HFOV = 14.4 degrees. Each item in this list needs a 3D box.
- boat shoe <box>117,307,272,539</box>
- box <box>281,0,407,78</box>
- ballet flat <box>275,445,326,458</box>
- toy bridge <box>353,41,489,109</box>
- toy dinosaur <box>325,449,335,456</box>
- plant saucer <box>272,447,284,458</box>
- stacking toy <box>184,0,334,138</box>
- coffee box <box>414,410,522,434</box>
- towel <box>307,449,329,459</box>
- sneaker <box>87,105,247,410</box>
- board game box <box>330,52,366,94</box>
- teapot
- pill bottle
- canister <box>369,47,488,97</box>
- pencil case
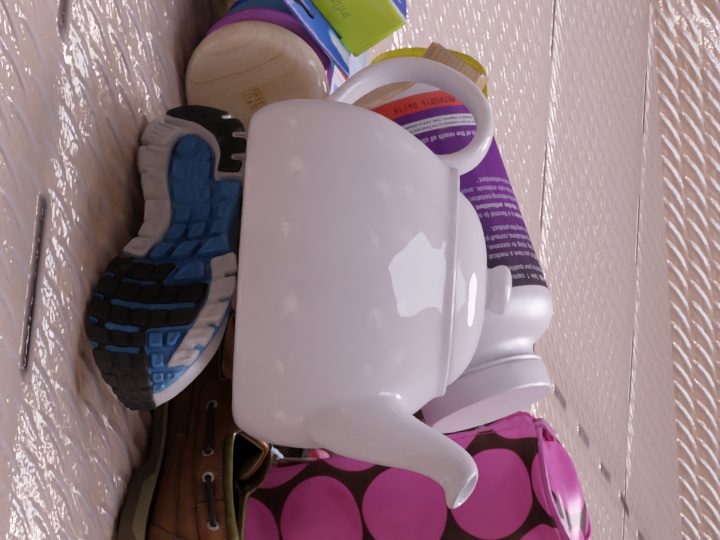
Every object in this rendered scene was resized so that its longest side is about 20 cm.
[{"bbox_3d":[-0.079,0.099,1.578,0.072,0.068,0.201,71,21,-47],"label":"boat shoe"},{"bbox_3d":[-0.025,-0.216,1.670,0.122,0.048,0.201,49,22,-30],"label":"box"},{"bbox_3d":[-0.035,0.118,1.843,0.068,0.046,0.200,53,23,-22],"label":"ballet flat"},{"bbox_3d":[-0.009,-0.045,1.616,0.201,0.067,0.027,-56,170,9],"label":"toy bridge"},{"bbox_3d":[-0.003,0.076,1.823,0.102,0.058,0.200,65,21,12],"label":"toy dinosaur"},{"bbox_3d":[-0.072,0.202,1.668,0.200,0.036,0.201,-1,90,-74],"label":"plant saucer"},{"bbox_3d":[-0.042,-0.149,1.697,0.200,0.085,0.086,-70,157,-56],"label":"stacking toy"},{"bbox_3d":[0.039,0.187,1.910,0.113,0.079,0.201,-71,-178,-52],"label":"coffee box"},{"bbox_3d":[0.036,0.202,1.714,0.147,0.030,0.200,53,-1,-35],"label":"towel"},{"bbox_3d":[-0.093,0.008,1.521,0.087,0.074,0.201,86,13,-45],"label":"sneaker"},{"bbox_3d":[-0.034,-0.075,1.838,0.151,0.036,0.201,53,39,-69],"label":"board game box"},{"bbox_3d":[0.008,0.000,1.515,0.197,0.145,0.201,-92,-175,-76],"label":"teapot"},{"bbox_3d":[0.044,-0.011,1.673,0.112,0.112,0.201,39,31,-73],"label":"pill bottle"},{"bbox_3d":[0.041,-0.032,1.991,0.149,0.086,0.201,-85,178,-55],"label":"canister"},{"bbox_3d":[0.027,0.133,1.596,0.091,0.199,0.094,3,76,-73],"label":"pencil case"}]
